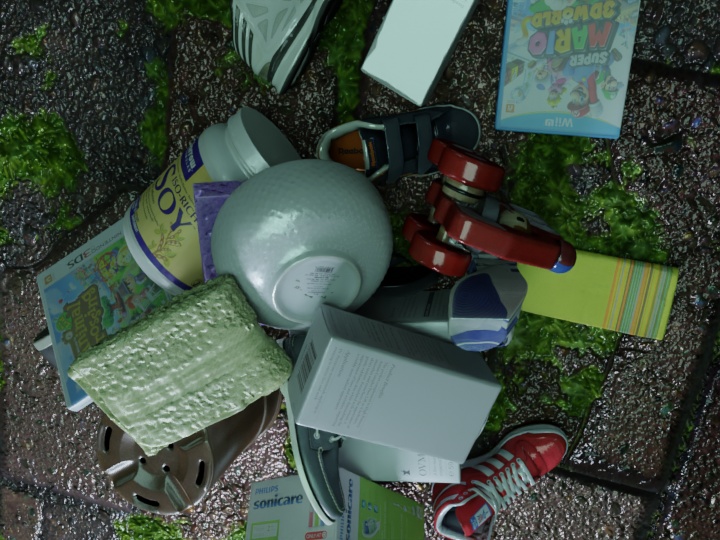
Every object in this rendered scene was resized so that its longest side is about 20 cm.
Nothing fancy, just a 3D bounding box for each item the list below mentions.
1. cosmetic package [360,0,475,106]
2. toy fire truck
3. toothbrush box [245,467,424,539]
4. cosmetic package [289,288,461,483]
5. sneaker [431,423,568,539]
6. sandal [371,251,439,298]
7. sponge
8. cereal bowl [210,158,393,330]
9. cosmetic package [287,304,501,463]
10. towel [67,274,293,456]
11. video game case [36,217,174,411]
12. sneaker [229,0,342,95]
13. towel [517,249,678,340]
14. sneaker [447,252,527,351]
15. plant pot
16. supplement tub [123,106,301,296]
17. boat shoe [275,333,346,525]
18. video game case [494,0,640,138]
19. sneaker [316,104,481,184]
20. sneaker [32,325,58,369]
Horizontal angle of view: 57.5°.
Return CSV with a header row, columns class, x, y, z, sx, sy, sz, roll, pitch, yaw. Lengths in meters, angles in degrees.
class,x,y,z,sx,sy,sz,roll,pitch,yaw
cosmetic package,0.082,-0.284,0.692,0.080,0.113,0.204,27,110,2
toy fire truck,0.139,-0.053,0.686,0.163,0.201,0.115,18,106,-7
toothbrush box,-0.026,0.322,0.821,0.143,0.088,0.199,-18,141,30
cosmetic package,0.026,0.140,0.813,0.193,0.123,0.206,-2,105,13
sneaker,0.175,0.272,0.825,0.197,0.113,0.072,-32,99,17
sandal,-0.001,0.000,0.803,0.193,0.076,0.044,1,108,11
sponge,-0.122,-0.014,0.729,0.108,0.030,0.204,-9,135,-16
cereal bowl,-0.054,-0.008,0.680,0.194,0.085,0.204,-11,136,-10
cosmetic package,0.034,0.118,0.673,0.195,0.074,0.104,19,108,-21
towel,-0.181,0.099,0.670,0.196,0.037,0.150,-28,119,6
video game case,-0.312,0.041,0.825,0.179,0.022,0.203,-32,63,4
sneaker,-0.082,-0.314,0.732,0.114,0.076,0.203,34,111,-2
towel,0.274,0.020,0.790,0.194,0.018,0.089,12,102,8
sneaker,0.146,0.049,0.733,0.078,0.200,0.119,3,116,15
plant pot,-0.218,0.184,0.832,0.193,0.199,0.207,3,107,10
supplement tub,-0.166,-0.077,0.777,0.199,0.146,0.146,-38,96,18
boat shoe,-0.042,0.166,0.712,0.060,0.073,0.206,-17,76,6
video game case,0.228,-0.255,0.720,0.138,0.018,0.207,6,106,8
sneaker,0.043,-0.142,0.756,0.193,0.080,0.081,-9,103,11
sneaker,-0.339,0.086,0.904,0.196,0.075,0.108,-27,114,13
